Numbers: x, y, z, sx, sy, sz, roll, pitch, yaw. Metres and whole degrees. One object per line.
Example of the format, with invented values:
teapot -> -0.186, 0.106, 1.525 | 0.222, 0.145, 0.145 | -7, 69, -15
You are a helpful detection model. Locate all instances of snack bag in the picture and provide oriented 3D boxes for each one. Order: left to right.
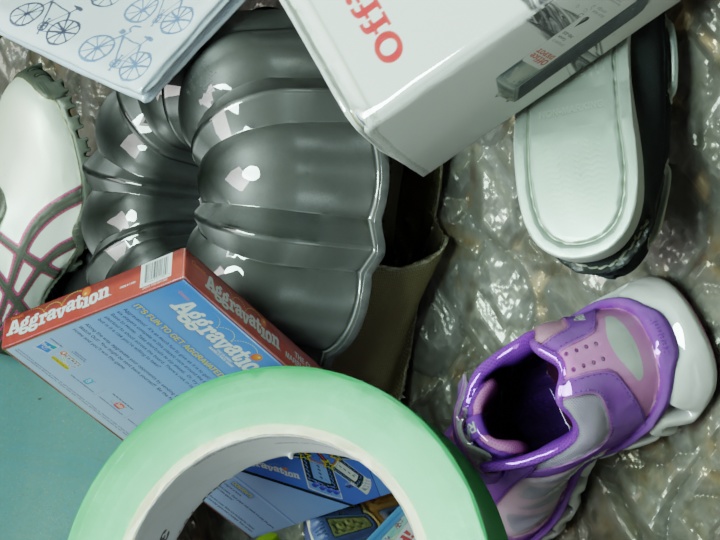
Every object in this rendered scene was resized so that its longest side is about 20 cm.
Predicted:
snack bag -> -0.096, -0.176, 1.084 | 0.188, 0.200, 0.021 | 27, 156, 44

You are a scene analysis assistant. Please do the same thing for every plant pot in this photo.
plant pot -> -0.206, 0.127, 1.160 | 0.142, 0.198, 0.142 | 88, -176, -55

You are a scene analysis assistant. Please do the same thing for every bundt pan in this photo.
bundt pan -> -0.074, -0.033, 1.064 | 0.201, 0.075, 0.204 | -5, 84, 55

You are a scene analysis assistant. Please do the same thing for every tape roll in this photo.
tape roll -> -0.033, 0.145, 0.947 | 0.199, 0.048, 0.202 | -4, 76, 17

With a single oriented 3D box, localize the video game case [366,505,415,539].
video game case -> 0.051, 0.208, 0.976 | 0.199, 0.143, 0.018 | 34, 148, 23

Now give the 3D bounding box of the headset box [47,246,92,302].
headset box -> -0.135, 0.033, 1.253 | 0.200, 0.077, 0.150 | -30, 74, 51

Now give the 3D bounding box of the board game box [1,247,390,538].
board game box -> -0.065, 0.063, 1.023 | 0.102, 0.200, 0.020 | -19, 49, 25

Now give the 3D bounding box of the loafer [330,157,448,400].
loafer -> 0.000, 0.000, 1.078 | 0.067, 0.076, 0.202 | 24, 117, 53

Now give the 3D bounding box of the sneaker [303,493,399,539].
sneaker -> 0.022, 0.195, 1.097 | 0.200, 0.075, 0.089 | 54, 138, 31

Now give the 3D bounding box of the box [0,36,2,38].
box -> -0.201, -0.168, 1.160 | 0.021, 0.200, 0.164 | 40, 157, 10

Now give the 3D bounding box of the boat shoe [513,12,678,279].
boat shoe -> 0.099, -0.096, 0.938 | 0.075, 0.060, 0.202 | 1, 78, 23

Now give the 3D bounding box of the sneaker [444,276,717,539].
sneaker -> 0.071, 0.074, 0.998 | 0.200, 0.088, 0.081 | -48, 63, 46

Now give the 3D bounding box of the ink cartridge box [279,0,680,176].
ink cartridge box -> 0.059, -0.156, 0.888 | 0.199, 0.085, 0.146 | -33, 68, 10

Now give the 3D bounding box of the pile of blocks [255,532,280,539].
pile of blocks -> -0.065, 0.181, 1.198 | 0.082, 0.062, 0.200 | 52, 148, -2

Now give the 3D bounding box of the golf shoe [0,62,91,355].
golf shoe -> -0.199, -0.013, 1.196 | 0.077, 0.088, 0.202 | 32, 119, 46
